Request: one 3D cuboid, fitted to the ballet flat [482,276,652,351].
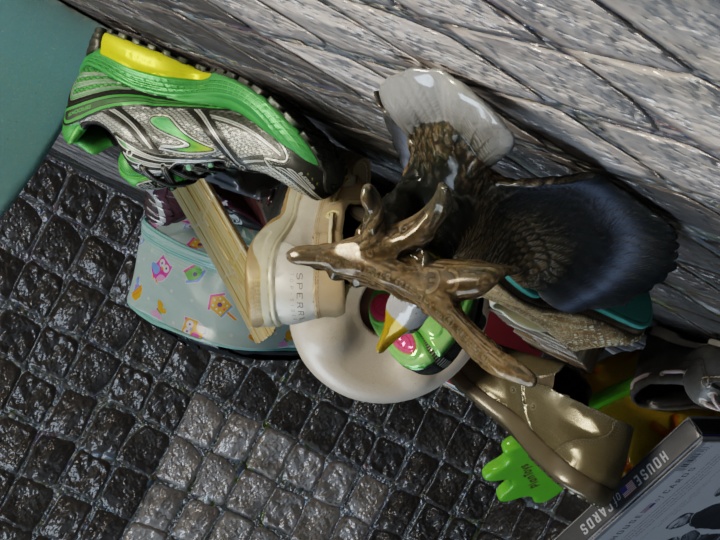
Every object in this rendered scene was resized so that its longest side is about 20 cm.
[{"bbox_3d":[0.091,0.004,1.268,0.065,0.071,0.200,-24,141,35],"label":"ballet flat"}]

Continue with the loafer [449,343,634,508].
[{"bbox_3d":[0.128,0.091,1.566,0.200,0.067,0.076,44,-175,37],"label":"loafer"}]

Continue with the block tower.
[{"bbox_3d":[0.137,0.028,1.491,0.058,0.054,0.200,26,178,14],"label":"block tower"}]

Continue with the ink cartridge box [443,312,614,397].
[{"bbox_3d":[0.083,0.054,1.733,0.200,0.084,0.176,25,177,37],"label":"ink cartridge box"}]

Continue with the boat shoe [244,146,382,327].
[{"bbox_3d":[-0.014,-0.019,1.338,0.069,0.074,0.200,4,-152,13],"label":"boat shoe"}]

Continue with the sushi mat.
[{"bbox_3d":[-0.111,-0.041,1.558,0.200,0.012,0.096,60,160,3],"label":"sushi mat"}]

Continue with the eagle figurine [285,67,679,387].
[{"bbox_3d":[0.050,-0.023,1.040,0.200,0.151,0.152,-28,-87,-58],"label":"eagle figurine"}]

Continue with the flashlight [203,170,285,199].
[{"bbox_3d":[-0.127,-0.096,1.448,0.068,0.068,0.200,9,-168,-44],"label":"flashlight"}]

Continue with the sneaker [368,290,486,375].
[{"bbox_3d":[0.053,0.017,1.366,0.084,0.077,0.200,58,-166,-17],"label":"sneaker"}]

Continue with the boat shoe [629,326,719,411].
[{"bbox_3d":[0.240,0.080,1.488,0.067,0.057,0.200,27,177,-14],"label":"boat shoe"}]

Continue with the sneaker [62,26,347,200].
[{"bbox_3d":[-0.096,-0.079,1.339,0.200,0.085,0.078,21,175,29],"label":"sneaker"}]

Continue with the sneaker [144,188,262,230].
[{"bbox_3d":[-0.114,-0.059,1.789,0.115,0.076,0.200,23,176,3],"label":"sneaker"}]

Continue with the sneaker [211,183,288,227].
[{"bbox_3d":[-0.079,-0.067,1.543,0.115,0.076,0.200,32,175,-3],"label":"sneaker"}]

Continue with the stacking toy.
[{"bbox_3d":[0.000,0.000,1.586,0.146,0.146,0.200,27,-173,-21],"label":"stacking toy"}]

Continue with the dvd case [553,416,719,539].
[{"bbox_3d":[0.248,0.163,1.614,0.200,0.150,0.025,7,-136,-51],"label":"dvd case"}]

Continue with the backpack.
[{"bbox_3d":[-0.104,0.001,1.947,0.176,0.154,0.200,26,-158,36],"label":"backpack"}]

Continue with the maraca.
[{"bbox_3d":[0.190,0.125,1.647,0.137,0.200,0.107,58,-169,-54],"label":"maraca"}]

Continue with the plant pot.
[{"bbox_3d":[-0.280,-0.101,1.425,0.141,0.200,0.141,27,176,-24],"label":"plant pot"}]
